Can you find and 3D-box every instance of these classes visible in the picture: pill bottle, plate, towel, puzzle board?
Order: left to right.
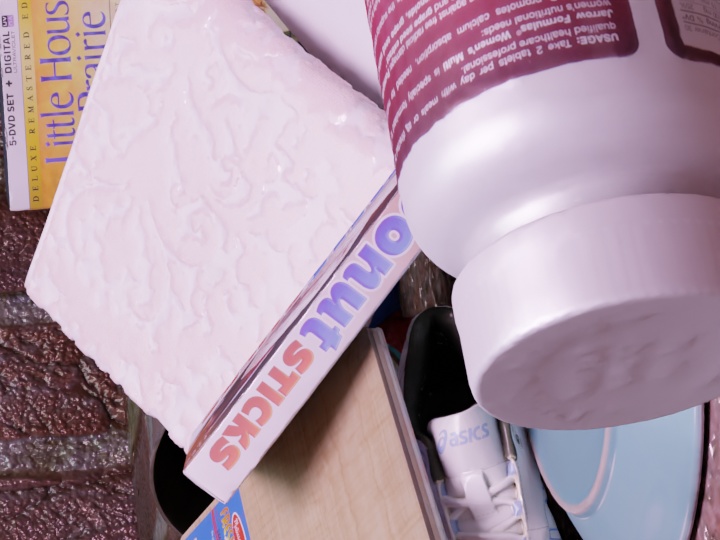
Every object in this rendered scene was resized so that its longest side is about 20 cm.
[{"bbox_3d":[-0.063,-0.020,1.086,0.200,0.032,0.191,41,120,36],"label":"towel"},{"bbox_3d":[-0.008,0.144,0.930,0.151,0.017,0.200,-50,42,36],"label":"puzzle board"},{"bbox_3d":[0.059,-0.062,0.723,0.110,0.109,0.200,105,158,-62],"label":"pill bottle"},{"bbox_3d":[0.081,0.019,0.879,0.200,0.026,0.201,174,90,-80],"label":"plate"}]

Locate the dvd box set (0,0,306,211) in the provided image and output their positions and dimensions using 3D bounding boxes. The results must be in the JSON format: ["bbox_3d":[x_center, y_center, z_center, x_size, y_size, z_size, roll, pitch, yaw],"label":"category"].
[{"bbox_3d":[-0.085,-0.108,1.244,0.029,0.199,0.147,-116,24,-63],"label":"dvd box set"}]

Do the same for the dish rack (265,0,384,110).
[{"bbox_3d":[-0.014,-0.143,1.037,0.200,0.043,0.172,52,157,20],"label":"dish rack"}]

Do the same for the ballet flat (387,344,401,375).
[{"bbox_3d":[0.012,0.133,1.072,0.069,0.071,0.200,8,117,57],"label":"ballet flat"}]

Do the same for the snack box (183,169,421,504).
[{"bbox_3d":[0.000,0.000,0.954,0.200,0.024,0.072,-53,5,6],"label":"snack box"}]

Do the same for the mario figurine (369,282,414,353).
[{"bbox_3d":[-0.014,0.032,1.125,0.123,0.106,0.200,-130,25,-66],"label":"mario figurine"}]

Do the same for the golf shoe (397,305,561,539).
[{"bbox_3d":[0.042,0.101,0.932,0.200,0.078,0.097,-107,1,-46],"label":"golf shoe"}]

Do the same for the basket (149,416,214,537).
[{"bbox_3d":[-0.055,0.028,1.350,0.181,0.136,0.200,102,165,-46],"label":"basket"}]
